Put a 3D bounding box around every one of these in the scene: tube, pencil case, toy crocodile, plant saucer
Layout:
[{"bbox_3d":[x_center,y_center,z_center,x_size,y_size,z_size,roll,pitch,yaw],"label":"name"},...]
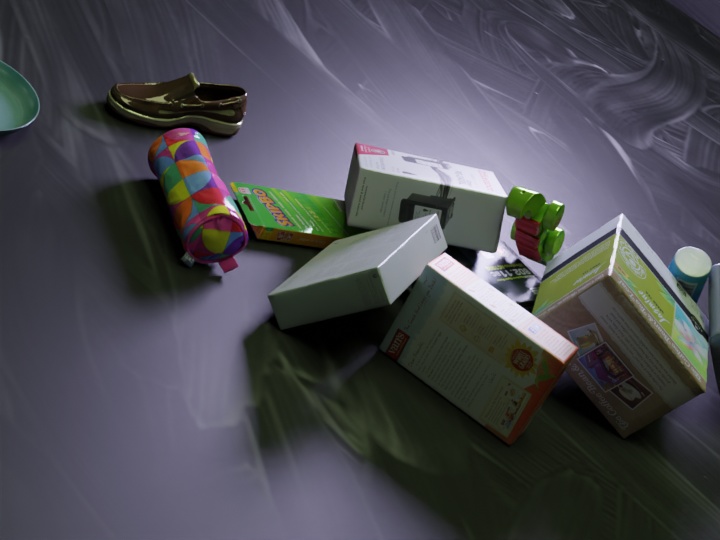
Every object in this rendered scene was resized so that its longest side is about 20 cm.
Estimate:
[{"bbox_3d":[0.432,0.047,1.942,0.050,0.200,0.077,-33,64,-26],"label":"tube"},{"bbox_3d":[-0.200,-0.089,1.717,0.088,0.088,0.200,8,37,-32],"label":"pencil case"},{"bbox_3d":[0.229,-0.055,1.861,0.067,0.200,0.062,25,72,19],"label":"toy crocodile"},{"bbox_3d":[-0.496,-0.220,1.723,0.200,0.027,0.200,22,30,-13],"label":"plant saucer"}]

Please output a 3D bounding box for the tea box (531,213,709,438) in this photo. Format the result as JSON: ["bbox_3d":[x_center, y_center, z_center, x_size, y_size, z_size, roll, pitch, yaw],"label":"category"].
[{"bbox_3d":[0.337,0.069,1.809,0.200,0.134,0.197,48,29,-12],"label":"tea box"}]

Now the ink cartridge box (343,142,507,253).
[{"bbox_3d":[0.084,-0.097,1.858,0.200,0.083,0.145,11,17,-6],"label":"ink cartridge box"}]

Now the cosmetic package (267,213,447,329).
[{"bbox_3d":[0.000,0.000,1.682,0.200,0.151,0.052,-41,116,-59],"label":"cosmetic package"}]

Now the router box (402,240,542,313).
[{"bbox_3d":[0.144,0.017,1.857,0.200,0.062,0.150,-7,45,-47],"label":"router box"}]

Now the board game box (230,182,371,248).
[{"bbox_3d":[-0.075,-0.068,1.842,0.200,0.030,0.096,11,33,-34],"label":"board game box"}]

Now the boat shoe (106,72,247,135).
[{"bbox_3d":[-0.246,-0.240,1.917,0.202,0.075,0.075,3,38,-37],"label":"boat shoe"}]

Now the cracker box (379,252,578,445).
[{"bbox_3d":[0.138,0.092,1.662,0.200,0.134,0.058,36,30,13],"label":"cracker box"}]

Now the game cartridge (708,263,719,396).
[{"bbox_3d":[0.500,0.101,1.908,0.041,0.200,0.133,-8,51,17],"label":"game cartridge"}]
